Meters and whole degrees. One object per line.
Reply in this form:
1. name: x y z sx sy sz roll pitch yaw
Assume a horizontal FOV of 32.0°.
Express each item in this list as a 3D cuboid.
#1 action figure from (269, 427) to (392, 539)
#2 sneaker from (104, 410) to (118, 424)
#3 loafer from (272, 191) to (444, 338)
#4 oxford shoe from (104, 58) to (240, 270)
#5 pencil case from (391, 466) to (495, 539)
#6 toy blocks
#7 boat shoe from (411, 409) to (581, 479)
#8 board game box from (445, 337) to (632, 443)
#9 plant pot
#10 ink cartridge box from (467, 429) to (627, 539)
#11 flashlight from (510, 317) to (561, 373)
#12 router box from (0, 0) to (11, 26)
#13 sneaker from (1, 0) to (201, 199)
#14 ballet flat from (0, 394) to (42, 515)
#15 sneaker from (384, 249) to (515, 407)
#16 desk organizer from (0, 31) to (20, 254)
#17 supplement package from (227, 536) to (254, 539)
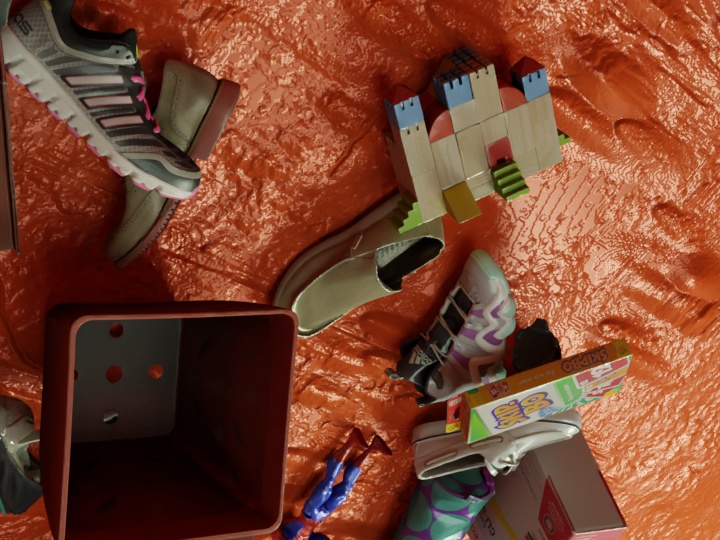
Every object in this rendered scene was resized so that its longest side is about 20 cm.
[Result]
1. action figure: -0.037 0.284 1.424 0.065 0.099 0.200 25 113 -41
2. sneaker: -0.195 0.189 1.233 0.199 0.112 0.073 -8 129 -26
3. loafer: 0.000 0.000 1.224 0.200 0.068 0.076 -40 136 5
4. oxford shoe: -0.177 -0.090 1.059 0.075 0.071 0.200 27 112 -15
5. pencil case: 0.093 0.317 1.535 0.092 0.085 0.200 17 120 -10
6. toy blocks: 0.100 -0.139 1.164 0.199 0.100 0.137 -24 124 -11
7. boat shoe: 0.153 0.199 1.423 0.199 0.066 0.072 -9 153 15
8. board game box: 0.187 0.131 1.332 0.199 0.030 0.096 -15 151 -6
9. plant pot: -0.188 0.115 1.103 0.199 0.176 0.201 0 101 -30
10. ink cartridge box: 0.216 0.304 1.526 0.083 0.145 0.200 -3 140 -28
11. flashlight: 0.201 0.123 1.412 0.068 0.068 0.200 -31 156 0
12. router box: -0.319 -0.252 0.823 0.199 0.062 0.150 2 126 -33
13. sneaker: -0.187 -0.138 0.964 0.200 0.074 0.087 42 94 -18
14. ballet flat: -0.328 0.154 1.157 0.073 0.073 0.200 -23 141 -13
15. sneaker: 0.088 0.075 1.334 0.140 0.078 0.200 -20 133 -17
16. desk organizer: -0.296 -0.094 0.921 0.077 0.072 0.200 -6 147 -16
17. supplement package: -0.219 0.336 1.313 0.150 0.152 0.200 12 119 -37
